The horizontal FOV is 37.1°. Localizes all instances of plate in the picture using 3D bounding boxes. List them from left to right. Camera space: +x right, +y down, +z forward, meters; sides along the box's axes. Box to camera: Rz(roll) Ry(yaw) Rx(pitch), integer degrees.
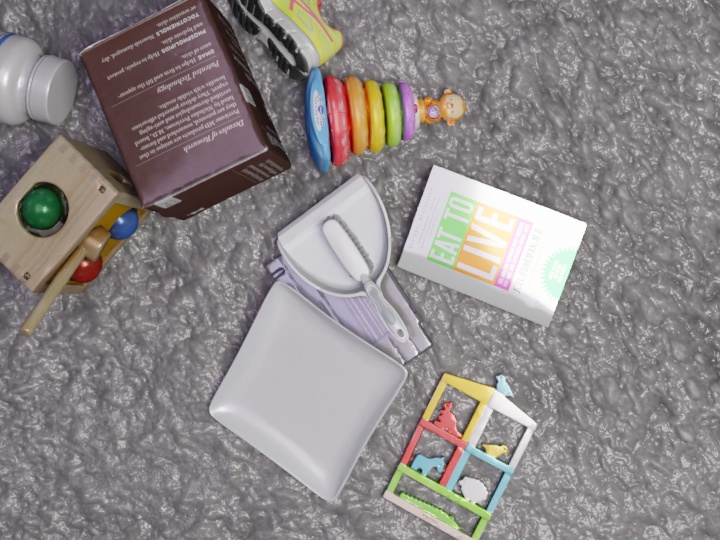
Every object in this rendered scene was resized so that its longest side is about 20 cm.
[{"bbox_3d":[-0.064,0.146,1.308,0.198,0.032,0.202,33,106,12],"label":"plate"}]

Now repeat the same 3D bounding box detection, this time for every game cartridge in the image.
[{"bbox_3d":[-0.012,0.041,1.326,0.129,0.038,0.202,-33,85,1],"label":"game cartridge"}]

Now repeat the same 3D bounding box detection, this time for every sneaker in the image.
[{"bbox_3d":[-0.095,-0.326,1.333,0.090,0.078,0.201,-28,74,-28],"label":"sneaker"}]

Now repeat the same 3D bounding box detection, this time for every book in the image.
[{"bbox_3d":[0.159,-0.030,1.305,0.197,0.048,0.136,21,95,5],"label":"book"}]

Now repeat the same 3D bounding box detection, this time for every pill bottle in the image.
[{"bbox_3d":[-0.464,-0.246,1.346,0.197,0.112,0.114,17,90,7],"label":"pill bottle"}]

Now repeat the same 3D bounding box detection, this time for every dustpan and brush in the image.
[{"bbox_3d":[0.000,0.000,1.279,0.139,0.057,0.201,-35,85,5],"label":"dustpan and brush"}]

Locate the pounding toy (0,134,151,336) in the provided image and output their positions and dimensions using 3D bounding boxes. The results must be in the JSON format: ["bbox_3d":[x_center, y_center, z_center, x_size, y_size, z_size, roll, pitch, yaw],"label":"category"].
[{"bbox_3d":[-0.349,-0.039,1.282,0.142,0.200,0.184,43,93,5],"label":"pounding toy"}]

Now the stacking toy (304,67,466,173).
[{"bbox_3d":[0.033,-0.188,1.302,0.196,0.110,0.118,-6,85,-5],"label":"stacking toy"}]

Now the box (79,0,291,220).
[{"bbox_3d":[-0.204,-0.190,1.287,0.162,0.166,0.203,-25,86,5],"label":"box"}]

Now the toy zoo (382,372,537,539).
[{"bbox_3d":[0.128,0.217,1.310,0.130,0.020,0.202,26,91,7],"label":"toy zoo"}]
